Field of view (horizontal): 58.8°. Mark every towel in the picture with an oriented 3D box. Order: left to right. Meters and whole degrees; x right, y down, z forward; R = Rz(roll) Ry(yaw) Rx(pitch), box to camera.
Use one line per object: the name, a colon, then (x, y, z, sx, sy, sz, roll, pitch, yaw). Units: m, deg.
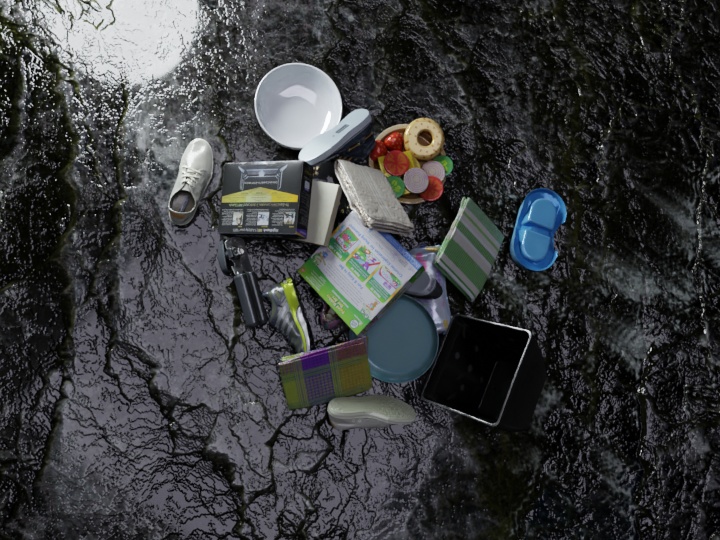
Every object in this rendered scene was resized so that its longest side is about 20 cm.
towel: (-0.069, 0.221, 1.361, 0.198, 0.023, 0.145, -15, 121, -12)
towel: (0.028, -0.153, 1.357, 0.131, 0.035, 0.201, 9, 43, -38)
towel: (0.248, -0.049, 1.449, 0.152, 0.023, 0.201, 43, 58, -24)

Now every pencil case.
pencil case: (0.157, 0.044, 1.432, 0.090, 0.083, 0.203, -5, 81, 15)

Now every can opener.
can opener: (-0.259, 0.026, 1.389, 0.053, 0.066, 0.202, -13, 87, -51)

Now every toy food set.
toy food set: (0.118, -0.250, 1.494, 0.198, 0.049, 0.200, -14, 83, -12)

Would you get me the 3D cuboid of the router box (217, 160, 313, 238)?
router box: (-0.204, -0.151, 1.369, 0.198, 0.052, 0.159, 3, 82, 23)

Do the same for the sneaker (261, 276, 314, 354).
sneaker: (-0.153, 0.120, 1.383, 0.080, 0.074, 0.202, -18, 81, 2)

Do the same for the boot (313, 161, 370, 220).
boot: (-0.062, -0.159, 1.435, 0.149, 0.073, 0.202, 14, 75, -8)

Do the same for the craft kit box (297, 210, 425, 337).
craft kit box: (0.000, 0.000, 1.344, 0.198, 0.049, 0.200, -45, 71, 2)

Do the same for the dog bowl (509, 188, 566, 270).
dog bowl: (0.417, -0.093, 1.518, 0.110, 0.050, 0.202, 18, 77, -6)

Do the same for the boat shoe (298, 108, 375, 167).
boat shoe: (-0.043, -0.268, 1.419, 0.200, 0.091, 0.071, -39, 46, -19)

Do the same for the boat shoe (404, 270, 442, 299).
boat shoe: (0.095, 0.025, 1.391, 0.056, 0.199, 0.069, 35, 79, -39)

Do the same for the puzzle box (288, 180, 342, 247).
puzzle box: (-0.143, -0.134, 1.385, 0.198, 0.025, 0.135, 13, 87, 24)

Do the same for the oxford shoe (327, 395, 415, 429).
oxford shoe: (0.022, 0.311, 1.374, 0.198, 0.075, 0.058, 4, 118, -17)

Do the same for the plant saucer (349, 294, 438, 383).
plant saucer: (0.074, 0.145, 1.391, 0.198, 0.027, 0.203, 3, 100, 16)

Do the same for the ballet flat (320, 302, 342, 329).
ballet flat: (-0.030, 0.036, 1.409, 0.069, 0.071, 0.202, 26, 77, -1)

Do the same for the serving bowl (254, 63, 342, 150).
serving bowl: (-0.143, -0.366, 1.460, 0.197, 0.066, 0.203, 2, 81, -10)

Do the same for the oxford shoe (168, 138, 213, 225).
oxford shoe: (-0.371, -0.197, 1.398, 0.074, 0.058, 0.202, 15, 77, -4)

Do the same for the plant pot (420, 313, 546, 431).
plant pot: (0.281, 0.234, 1.358, 0.177, 0.199, 0.201, 37, 72, -42)
